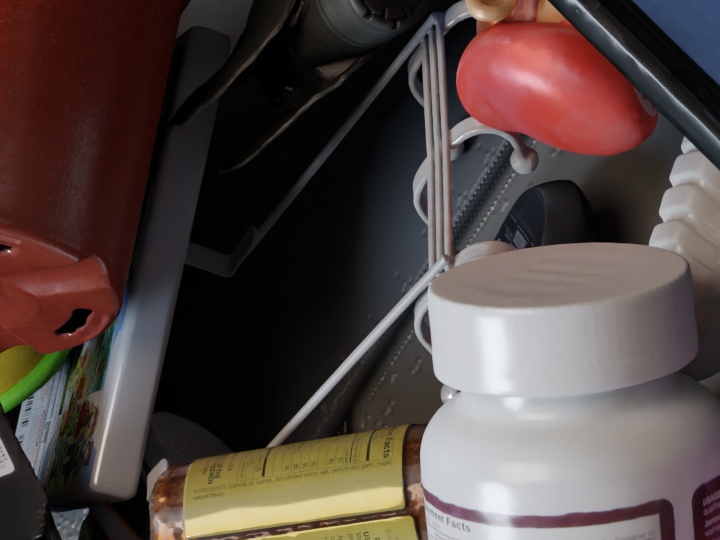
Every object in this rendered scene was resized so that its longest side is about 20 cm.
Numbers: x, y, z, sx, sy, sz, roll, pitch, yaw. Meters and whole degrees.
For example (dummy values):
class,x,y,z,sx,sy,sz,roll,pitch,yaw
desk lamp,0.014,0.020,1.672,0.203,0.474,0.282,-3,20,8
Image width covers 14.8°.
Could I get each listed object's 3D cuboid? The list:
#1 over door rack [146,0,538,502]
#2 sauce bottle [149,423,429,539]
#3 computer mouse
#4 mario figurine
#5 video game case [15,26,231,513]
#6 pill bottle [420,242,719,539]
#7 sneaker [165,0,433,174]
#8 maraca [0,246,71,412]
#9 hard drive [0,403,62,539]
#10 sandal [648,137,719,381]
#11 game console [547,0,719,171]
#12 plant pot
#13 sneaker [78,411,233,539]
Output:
class,x,y,z,sx,sy,sz,roll,pitch,yaw
over door rack,0.000,0.000,1.125,0.200,0.067,0.148,-37,36,33
sauce bottle,0.021,0.091,1.063,0.200,0.066,0.066,-8,71,13
computer mouse,0.049,0.055,1.116,0.200,0.034,0.059,-65,21,19
mario figurine,0.086,-0.134,1.058,0.106,0.123,0.200,108,157,-53
video game case,-0.110,0.006,1.222,0.182,0.022,0.200,160,124,-70
pill bottle,0.078,0.097,0.968,0.109,0.109,0.200,7,108,45
sneaker,0.001,-0.130,1.151,0.104,0.060,0.200,-32,22,51
maraca,-0.213,0.006,1.221,0.200,0.107,0.137,-1,71,15
hard drive,-0.134,0.153,1.164,0.038,0.200,0.140,-22,52,-12
sandal,0.160,-0.048,1.024,0.082,0.050,0.203,19,80,60
game console,0.179,-0.112,0.922,0.200,0.176,0.116,45,142,8
plant pot,-0.159,-0.079,1.104,0.201,0.201,0.196,-16,60,40
sneaker,-0.060,0.149,1.160,0.079,0.078,0.200,-52,38,14
